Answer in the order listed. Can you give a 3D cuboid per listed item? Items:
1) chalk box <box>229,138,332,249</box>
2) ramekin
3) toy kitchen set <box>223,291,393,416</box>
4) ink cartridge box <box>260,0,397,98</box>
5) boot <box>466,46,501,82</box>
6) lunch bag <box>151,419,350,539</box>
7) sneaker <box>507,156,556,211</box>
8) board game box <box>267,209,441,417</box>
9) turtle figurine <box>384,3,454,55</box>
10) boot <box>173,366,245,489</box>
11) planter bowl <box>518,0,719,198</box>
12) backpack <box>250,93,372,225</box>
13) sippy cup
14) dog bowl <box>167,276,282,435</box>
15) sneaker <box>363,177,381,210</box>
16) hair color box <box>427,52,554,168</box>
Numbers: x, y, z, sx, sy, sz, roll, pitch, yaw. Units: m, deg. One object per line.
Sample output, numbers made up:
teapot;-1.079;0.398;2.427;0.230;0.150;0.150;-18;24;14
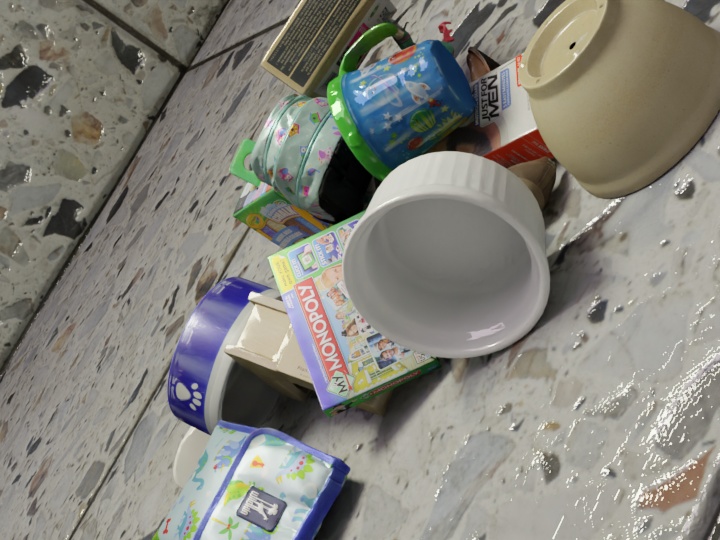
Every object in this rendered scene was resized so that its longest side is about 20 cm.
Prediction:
chalk box;-0.085;-0.111;1.609;0.124;0.200;0.125;-24;39;53
ramekin;0.089;-0.019;1.143;0.200;0.200;0.098;-40;20;35
toy kitchen set;-0.014;0.079;1.376;0.200;0.180;0.163;18;75;26
ink cartridge box;-0.036;-0.301;1.488;0.165;0.075;0.200;-54;-5;9
boot;0.119;-0.175;1.472;0.200;0.064;0.186;-55;21;16
lunch bag;-0.114;0.268;1.271;0.200;0.127;0.170;4;60;51
sneaker;0.142;-0.069;1.289;0.200;0.070;0.076;-19;23;51
board game box;-0.009;0.044;1.272;0.134;0.029;0.200;-25;63;5
turtle figurine;0.076;-0.248;1.528;0.200;0.100;0.150;112;154;-58
boot;-0.195;0.211;1.593;0.200;0.073;0.090;-61;8;-15
planter bowl;0.241;-0.191;1.138;0.200;0.135;0.200;-44;24;26
backpack;-0.047;-0.135;1.410;0.200;0.126;0.167;7;-78;-78
sippy cup;0.053;-0.187;1.299;0.130;0.178;0.140;-29;15;22
dog bowl;-0.156;0.112;1.464;0.200;0.079;0.200;-54;-25;-39
sneaker;0.006;-0.151;1.567;0.077;0.091;0.201;-5;73;29
hair color box;0.138;-0.154;1.329;0.200;0.064;0.111;-27;52;39
